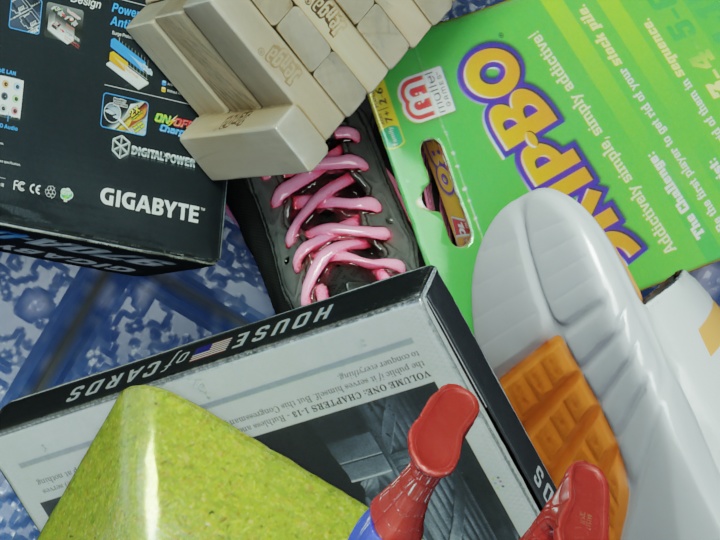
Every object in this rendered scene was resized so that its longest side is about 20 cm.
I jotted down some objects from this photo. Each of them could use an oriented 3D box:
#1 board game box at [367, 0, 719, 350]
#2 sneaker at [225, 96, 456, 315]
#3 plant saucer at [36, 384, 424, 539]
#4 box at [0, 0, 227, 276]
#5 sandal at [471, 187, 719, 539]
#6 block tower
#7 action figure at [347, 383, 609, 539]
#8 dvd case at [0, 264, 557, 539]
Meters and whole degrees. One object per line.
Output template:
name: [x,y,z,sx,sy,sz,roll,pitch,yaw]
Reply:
board game box: [0.099,-0.050,0.820,0.199,0.030,0.096,-20,92,-21]
sneaker: [0.000,0.000,0.808,0.079,0.095,0.201,-21,91,1]
plant saucer: [-0.026,0.158,0.779,0.199,0.048,0.200,31,125,-3]
box: [-0.124,-0.092,0.748,0.199,0.046,0.160,10,79,-36]
sandal: [0.101,0.065,0.766,0.059,0.079,0.208,-30,95,-29]
block tower: [0.015,-0.115,0.783,0.058,0.054,0.200,49,64,-22]
action figure: [-0.007,0.119,0.693,0.065,0.052,0.200,27,127,-4]
dvd case: [0.000,0.104,0.781,0.150,0.025,0.201,-18,113,26]
